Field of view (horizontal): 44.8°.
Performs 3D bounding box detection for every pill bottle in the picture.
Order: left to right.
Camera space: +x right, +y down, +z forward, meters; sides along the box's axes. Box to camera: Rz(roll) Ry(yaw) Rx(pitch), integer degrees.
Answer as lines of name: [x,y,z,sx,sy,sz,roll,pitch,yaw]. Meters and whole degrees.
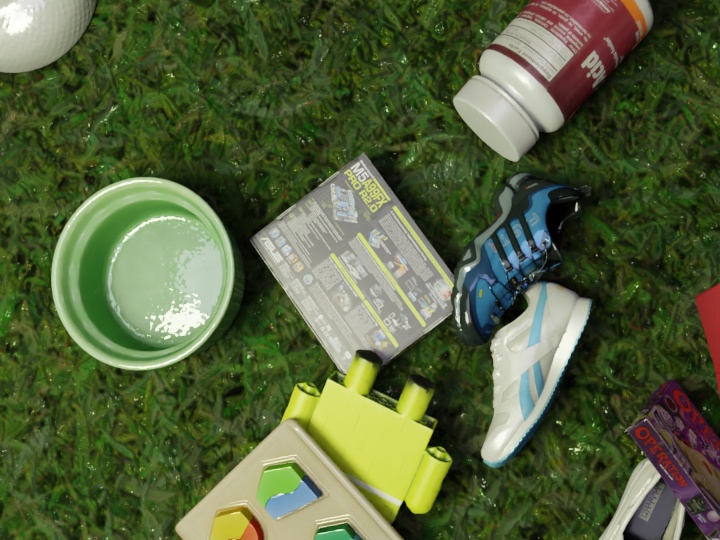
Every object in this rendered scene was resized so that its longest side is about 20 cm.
pill bottle: [0.198,-0.220,0.916,0.114,0.114,0.200,43,91,9]

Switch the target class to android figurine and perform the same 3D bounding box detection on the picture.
android figurine: [0.000,0.189,0.911,0.181,0.041,0.202,26,104,8]

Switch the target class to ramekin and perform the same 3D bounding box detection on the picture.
ramekin: [-0.221,0.007,0.952,0.198,0.098,0.202,-1,84,7]

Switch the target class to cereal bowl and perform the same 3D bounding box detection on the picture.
cereal bowl: [-0.415,-0.339,1.020,0.198,0.083,0.203,-1,85,7]

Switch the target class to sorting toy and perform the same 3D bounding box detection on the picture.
sorting toy: [-0.076,0.281,0.905,0.185,0.036,0.200,47,107,4]

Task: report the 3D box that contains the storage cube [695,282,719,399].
storage cube: [0.435,0.078,0.819,0.198,0.180,0.173,-11,79,6]

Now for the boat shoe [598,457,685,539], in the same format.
boat shoe: [0.279,0.285,0.878,0.071,0.066,0.201,26,88,9]

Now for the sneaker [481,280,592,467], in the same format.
sneaker: [0.168,0.107,0.912,0.080,0.077,0.201,24,81,16]

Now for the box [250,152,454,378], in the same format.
box: [0.000,0.000,0.953,0.160,0.044,0.201,-37,82,1]

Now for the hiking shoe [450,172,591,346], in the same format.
hiking shoe: [0.158,-0.013,0.889,0.086,0.074,0.201,13,70,41]

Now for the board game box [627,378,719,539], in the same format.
board game box: [0.346,0.212,0.854,0.032,0.120,0.201,-40,80,29]
